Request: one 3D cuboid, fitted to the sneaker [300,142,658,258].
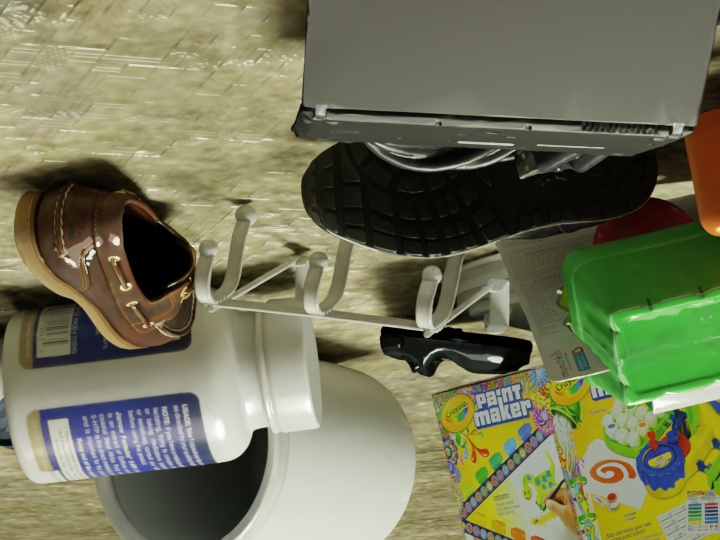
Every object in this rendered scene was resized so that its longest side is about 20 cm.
[{"bbox_3d":[0.063,-0.038,1.210,0.200,0.076,0.088,-3,170,-10],"label":"sneaker"}]

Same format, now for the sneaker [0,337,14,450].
[{"bbox_3d":[-0.289,0.108,1.571,0.202,0.077,0.146,-18,158,32],"label":"sneaker"}]

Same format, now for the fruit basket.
[{"bbox_3d":[0.183,0.006,1.243,0.185,0.094,0.200,-14,-162,-1],"label":"fruit basket"}]

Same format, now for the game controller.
[{"bbox_3d":[0.070,0.054,1.514,0.104,0.042,0.200,-3,177,4],"label":"game controller"}]

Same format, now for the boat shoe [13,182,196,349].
[{"bbox_3d":[-0.133,0.001,1.265,0.070,0.070,0.200,-6,164,15],"label":"boat shoe"}]

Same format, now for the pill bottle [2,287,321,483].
[{"bbox_3d":[-0.131,0.074,1.434,0.200,0.120,0.120,-7,164,4],"label":"pill bottle"}]

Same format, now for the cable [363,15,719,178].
[{"bbox_3d":[0.084,-0.105,1.041,0.163,0.051,0.200,13,153,-29],"label":"cable"}]

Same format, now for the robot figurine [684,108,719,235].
[{"bbox_3d":[0.273,-0.066,1.106,0.200,0.117,0.144,-12,133,19],"label":"robot figurine"}]

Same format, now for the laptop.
[{"bbox_3d":[0.061,-0.112,0.958,0.177,0.103,0.200,3,179,-3],"label":"laptop"}]

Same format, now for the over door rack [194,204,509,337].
[{"bbox_3d":[0.000,0.000,1.286,0.148,0.067,0.200,7,-179,16],"label":"over door rack"}]

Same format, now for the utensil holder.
[{"bbox_3d":[-0.076,0.141,1.607,0.170,0.170,0.200,-16,163,30],"label":"utensil holder"}]

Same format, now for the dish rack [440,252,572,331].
[{"bbox_3d":[0.172,0.018,1.494,0.172,0.044,0.200,-18,161,35],"label":"dish rack"}]

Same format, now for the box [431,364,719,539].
[{"bbox_3d":[0.182,0.152,1.487,0.200,0.193,0.122,-10,174,-36],"label":"box"}]
